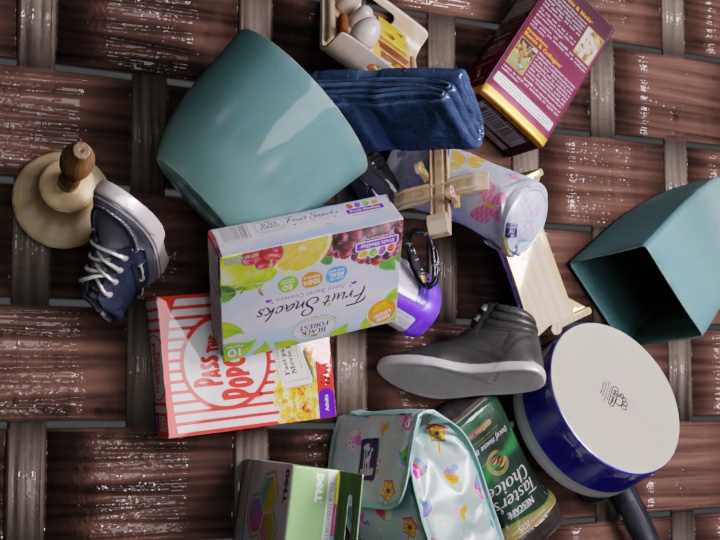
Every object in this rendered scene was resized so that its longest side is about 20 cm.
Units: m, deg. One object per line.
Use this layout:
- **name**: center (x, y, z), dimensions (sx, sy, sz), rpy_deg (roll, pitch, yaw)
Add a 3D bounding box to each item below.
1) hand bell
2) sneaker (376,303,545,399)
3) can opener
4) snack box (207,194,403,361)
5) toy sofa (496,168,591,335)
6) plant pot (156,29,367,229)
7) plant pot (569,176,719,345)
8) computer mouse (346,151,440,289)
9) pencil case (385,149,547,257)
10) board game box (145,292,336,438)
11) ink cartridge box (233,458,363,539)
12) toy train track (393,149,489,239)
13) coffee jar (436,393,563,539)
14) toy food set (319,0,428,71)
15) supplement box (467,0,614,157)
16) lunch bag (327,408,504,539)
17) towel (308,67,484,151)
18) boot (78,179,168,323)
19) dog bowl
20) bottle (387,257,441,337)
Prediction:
- **hand bell**: center (-0.284, -0.091, 1.170), dimensions (0.103, 0.200, 0.105), rpy_deg (3, 79, -17)
- **sneaker**: center (0.121, 0.091, 1.413), dimensions (0.071, 0.198, 0.100), rpy_deg (70, 23, -48)
- **can opener**: center (0.341, 0.296, 1.542), dimensions (0.201, 0.078, 0.063), rpy_deg (56, 27, -15)
- **snack box**: center (-0.058, 0.008, 1.257), dimensions (0.199, 0.053, 0.143), rpy_deg (-13, 133, -18)
- **toy sofa**: center (0.197, -0.017, 1.475), dimensions (0.097, 0.083, 0.201), rpy_deg (-24, 96, -22)
- **plant pot**: center (-0.117, -0.125, 1.273), dimensions (0.161, 0.200, 0.201), rpy_deg (-45, 105, -10)
- **plant pot**: center (0.406, -0.023, 1.554), dimensions (0.200, 0.141, 0.142), rpy_deg (-43, 104, -30)
- **computer mouse**: center (0.032, -0.065, 1.379), dimensions (0.034, 0.059, 0.201), rpy_deg (-4, 57, -56)
- **pencil case**: center (0.120, -0.089, 1.380), dimensions (0.083, 0.199, 0.091), rpy_deg (-29, 134, -38)
- **board game box**: center (-0.131, 0.098, 1.323), dimensions (0.199, 0.046, 0.153), rpy_deg (-5, 88, -26)
- **ink cartridge box**: center (-0.069, 0.256, 1.254), dimensions (0.059, 0.200, 0.105), rpy_deg (11, 80, -25)
- **toy train track**: center (0.084, -0.131, 1.343), dimensions (0.033, 0.114, 0.201), rpy_deg (46, 38, -52)
- **coffee jar**: center (0.159, 0.248, 1.432), dimensions (0.104, 0.085, 0.201), rpy_deg (-36, 102, -24)
- **toy food set**: center (0.027, -0.267, 1.372), dimensions (0.143, 0.060, 0.201), rpy_deg (32, 29, -21)
- **supplement box**: center (0.216, -0.257, 1.502), dimensions (0.110, 0.086, 0.201), rpy_deg (39, 70, -18)
- **lunch bag**: center (0.053, 0.248, 1.332), dimensions (0.121, 0.170, 0.201), rpy_deg (-25, 97, -33)
- **towel**: center (0.031, -0.170, 1.304), dimensions (0.112, 0.199, 0.049), rpy_deg (57, 44, -48)
- **boot**: center (-0.245, -0.011, 1.200), dimensions (0.072, 0.200, 0.091), rpy_deg (30, 72, 13)
- **dog bowl**: center (0.288, 0.168, 1.457), dimensions (0.199, 0.079, 0.201), rpy_deg (16, 54, -24)
- **bottle**: center (0.000, 0.000, 1.377), dimensions (0.199, 0.065, 0.084), rpy_deg (31, 30, -21)
